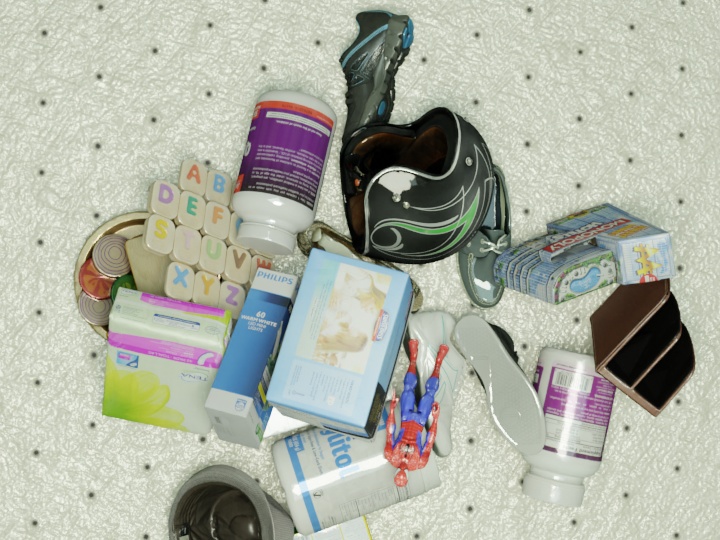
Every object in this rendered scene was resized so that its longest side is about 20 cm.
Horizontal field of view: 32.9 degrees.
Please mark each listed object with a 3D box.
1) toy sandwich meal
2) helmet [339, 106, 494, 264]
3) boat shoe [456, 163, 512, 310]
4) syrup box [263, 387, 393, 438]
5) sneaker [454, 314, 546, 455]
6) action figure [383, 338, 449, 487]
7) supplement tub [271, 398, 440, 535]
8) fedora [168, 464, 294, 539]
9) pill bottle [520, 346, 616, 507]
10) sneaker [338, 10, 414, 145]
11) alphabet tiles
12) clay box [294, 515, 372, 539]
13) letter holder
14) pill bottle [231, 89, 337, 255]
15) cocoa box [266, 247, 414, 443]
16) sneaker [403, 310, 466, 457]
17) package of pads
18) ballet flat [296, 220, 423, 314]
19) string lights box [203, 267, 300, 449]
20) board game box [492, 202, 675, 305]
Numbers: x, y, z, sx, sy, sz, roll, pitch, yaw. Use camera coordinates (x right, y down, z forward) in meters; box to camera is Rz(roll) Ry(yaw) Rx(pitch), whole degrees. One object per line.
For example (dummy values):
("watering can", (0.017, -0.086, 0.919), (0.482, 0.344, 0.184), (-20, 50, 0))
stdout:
("toy sandwich meal", (-0.282, 0.013, 1.616), (0.203, 0.070, 0.207), (0, 89, -5))
("helmet", (0.080, -0.108, 1.591), (0.189, 0.200, 0.202), (-9, 90, -12))
("boat shoe", (0.172, -0.047, 1.664), (0.072, 0.062, 0.202), (2, 89, -5))
("syrup box", (-0.061, 0.160, 1.631), (0.198, 0.079, 0.082), (-17, 90, -5))
("sneaker", (0.199, 0.149, 1.636), (0.070, 0.099, 0.201), (-31, 80, 16))
("action figure", (0.068, 0.181, 1.547), (0.065, 0.052, 0.201), (12, 59, 2))
("supplement tub", (-0.008, 0.257, 1.609), (0.198, 0.132, 0.133), (-20, 91, -6))
("fedora", (-0.156, 0.339, 1.586), (0.199, 0.090, 0.179), (-10, 83, 37))
("pill bottle", (0.278, 0.211, 1.646), (0.111, 0.112, 0.202), (12, 89, -5))
("sneaker", (0.007, -0.255, 1.658), (0.081, 0.073, 0.202), (18, 86, 17))
("alphabet tiles", (-0.192, -0.042, 1.590), (0.199, 0.015, 0.197), (22, 60, -34))
("clay box", (-0.021, 0.433, 1.647), (0.114, 0.048, 0.202), (-17, 92, -5))
("letter holder", (0.385, 0.074, 1.595), (0.100, 0.200, 0.142), (37, 108, -4))
("pill bottle", (-0.103, -0.127, 1.599), (0.111, 0.112, 0.202), (14, 77, -5))
("cocoa box", (-0.021, 0.095, 1.524), (0.132, 0.131, 0.202), (14, 77, 10))
("sneaker", (0.110, 0.151, 1.653), (0.080, 0.070, 0.202), (-9, 91, -12))
("package of pads", (-0.247, 0.120, 1.567), (0.153, 0.201, 0.069), (12, 44, -4))
("ballet flat", (0.000, 0.000, 1.640), (0.199, 0.075, 0.068), (34, 85, -4))
("string lights box", (-0.130, 0.110, 1.543), (0.058, 0.103, 0.201), (13, 62, 13))
("board game box", (0.302, -0.021, 1.582), (0.199, 0.200, 0.062), (-19, 106, -21))
